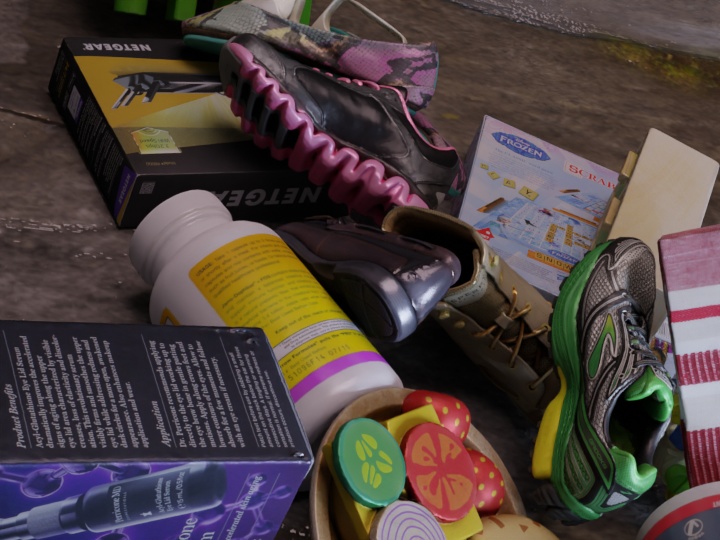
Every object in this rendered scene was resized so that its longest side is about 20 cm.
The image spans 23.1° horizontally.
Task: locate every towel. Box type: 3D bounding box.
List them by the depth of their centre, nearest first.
[{"bbox_3d":[0.275,0.064,1.140,0.143,0.201,0.023,-8,7,4],"label":"towel"}]

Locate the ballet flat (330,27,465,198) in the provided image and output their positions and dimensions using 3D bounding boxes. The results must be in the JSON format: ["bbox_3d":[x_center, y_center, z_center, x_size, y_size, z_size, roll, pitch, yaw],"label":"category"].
[{"bbox_3d":[0.018,-0.116,1.394,0.071,0.069,0.200,34,13,-49],"label":"ballet flat"}]

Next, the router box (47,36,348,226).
[{"bbox_3d":[-0.115,-0.108,1.332,0.199,0.052,0.157,-4,47,-34],"label":"router box"}]

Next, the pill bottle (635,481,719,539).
[{"bbox_3d":[0.240,0.238,1.071,0.119,0.120,0.200,14,39,-16],"label":"pill bottle"}]

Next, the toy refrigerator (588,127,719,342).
[{"bbox_3d":[0.210,-0.022,1.333,0.070,0.076,0.200,28,38,2],"label":"toy refrigerator"}]

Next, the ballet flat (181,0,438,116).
[{"bbox_3d":[-0.034,-0.176,1.330,0.199,0.071,0.069,18,-1,10],"label":"ballet flat"}]

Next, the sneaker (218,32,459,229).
[{"bbox_3d":[-0.011,-0.109,1.271,0.200,0.079,0.095,41,67,-5],"label":"sneaker"}]

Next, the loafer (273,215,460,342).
[{"bbox_3d":[0.000,0.000,1.172,0.063,0.072,0.200,-33,22,-18],"label":"loafer"}]

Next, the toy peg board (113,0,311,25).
[{"bbox_3d":[-0.133,-0.246,1.437,0.199,0.098,0.199,8,5,-20],"label":"toy peg board"}]

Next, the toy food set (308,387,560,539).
[{"bbox_3d":[0.047,0.164,1.047,0.198,0.049,0.201,-16,82,-50],"label":"toy food set"}]

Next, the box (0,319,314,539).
[{"bbox_3d":[-0.149,0.113,0.970,0.199,0.148,0.105,1,44,-28],"label":"box"}]

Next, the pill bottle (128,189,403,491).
[{"bbox_3d":[-0.067,0.039,1.141,0.104,0.104,0.200,-14,53,-41],"label":"pill bottle"}]

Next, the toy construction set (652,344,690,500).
[{"bbox_3d":[0.283,0.130,1.209,0.199,0.131,0.092,24,26,3],"label":"toy construction set"}]

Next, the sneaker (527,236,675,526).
[{"bbox_3d":[0.171,0.066,1.132,0.078,0.085,0.201,31,55,-32],"label":"sneaker"}]

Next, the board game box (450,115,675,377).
[{"bbox_3d":[0.168,-0.021,1.403,0.199,0.041,0.200,24,37,-3],"label":"board game box"}]

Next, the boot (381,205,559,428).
[{"bbox_3d":[0.104,0.041,1.202,0.200,0.073,0.155,47,2,30],"label":"boot"}]
